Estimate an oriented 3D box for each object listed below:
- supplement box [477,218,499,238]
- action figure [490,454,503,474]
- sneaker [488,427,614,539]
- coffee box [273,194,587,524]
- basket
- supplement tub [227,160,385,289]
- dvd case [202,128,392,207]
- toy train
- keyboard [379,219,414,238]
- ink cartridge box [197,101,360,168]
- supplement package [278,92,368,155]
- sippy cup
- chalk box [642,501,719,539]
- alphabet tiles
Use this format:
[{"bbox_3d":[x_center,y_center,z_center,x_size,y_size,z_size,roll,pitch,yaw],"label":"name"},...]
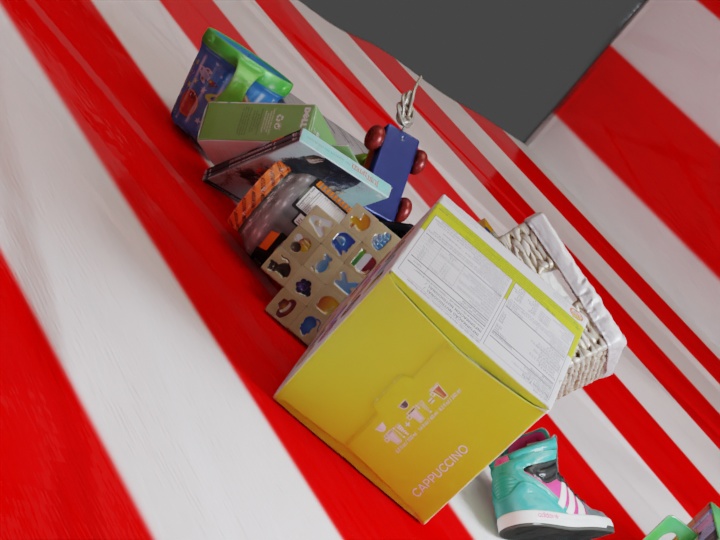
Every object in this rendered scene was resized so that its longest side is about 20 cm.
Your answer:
[{"bbox_3d":[0.191,0.046,1.957,0.200,0.109,0.109,51,14,-11],"label":"supplement box"},{"bbox_3d":[0.111,0.164,1.610,0.193,0.104,0.201,-23,95,-67],"label":"action figure"},{"bbox_3d":[0.206,0.238,1.545,0.200,0.083,0.121,21,53,-50],"label":"sneaker"},{"bbox_3d":[0.072,0.086,1.385,0.200,0.200,0.198,41,31,-2],"label":"coffee box"},{"bbox_3d":[0.213,0.066,1.766,0.199,0.160,0.200,59,-4,17],"label":"basket"},{"bbox_3d":[-0.050,-0.027,1.625,0.200,0.123,0.123,41,15,1],"label":"supplement tub"},{"bbox_3d":[-0.079,-0.106,1.700,0.146,0.200,0.022,31,61,-33],"label":"dvd case"},{"bbox_3d":[0.025,-0.148,1.804,0.084,0.201,0.116,28,-23,-23],"label":"toy train"},{"bbox_3d":[0.014,-0.034,1.794,0.199,0.021,0.127,9,-22,38],"label":"keyboard"},{"bbox_3d":[-0.087,-0.152,1.706,0.199,0.060,0.104,3,-27,20],"label":"ink cartridge box"},{"bbox_3d":[-0.070,-0.153,1.938,0.200,0.114,0.110,31,17,-33],"label":"supplement package"},{"bbox_3d":[-0.178,-0.228,1.837,0.140,0.131,0.178,39,10,22],"label":"sippy cup"},{"bbox_3d":[0.420,0.371,1.658,0.200,0.124,0.124,42,16,0],"label":"chalk box"},{"bbox_3d":[-0.004,0.026,1.552,0.200,0.167,0.006,40,-19,0],"label":"alphabet tiles"}]
